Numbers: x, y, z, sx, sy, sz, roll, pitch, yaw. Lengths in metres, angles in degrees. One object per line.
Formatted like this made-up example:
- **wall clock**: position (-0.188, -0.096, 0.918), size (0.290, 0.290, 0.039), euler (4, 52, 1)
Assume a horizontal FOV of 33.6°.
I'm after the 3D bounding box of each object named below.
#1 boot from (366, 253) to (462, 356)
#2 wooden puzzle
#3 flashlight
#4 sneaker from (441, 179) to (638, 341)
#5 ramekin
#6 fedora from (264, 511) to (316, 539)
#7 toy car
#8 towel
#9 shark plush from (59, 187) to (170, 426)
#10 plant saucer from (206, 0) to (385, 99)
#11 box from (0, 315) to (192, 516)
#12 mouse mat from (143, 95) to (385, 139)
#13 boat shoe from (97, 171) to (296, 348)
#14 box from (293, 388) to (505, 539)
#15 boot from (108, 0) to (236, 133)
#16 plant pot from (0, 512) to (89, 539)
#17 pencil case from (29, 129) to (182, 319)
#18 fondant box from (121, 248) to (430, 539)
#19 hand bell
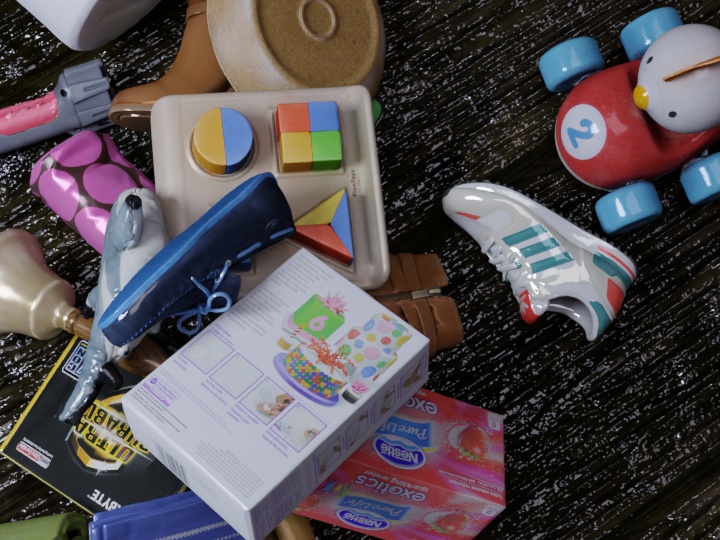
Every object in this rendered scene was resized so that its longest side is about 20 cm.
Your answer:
- **boot**: position (0.000, 0.000, 1.093), size (0.153, 0.077, 0.202), euler (-15, 68, -14)
- **wooden puzzle**: position (-0.079, -0.071, 1.032), size (0.196, 0.046, 0.188), euler (-5, 78, -6)
- **flashlight**: position (-0.328, -0.145, 1.113), size (0.197, 0.068, 0.069), euler (-21, 78, -5)
- **sneaker**: position (0.156, -0.007, 1.108), size (0.198, 0.070, 0.094), euler (27, 73, 0)
- **ramekin**: position (-0.229, -0.295, 1.085), size (0.200, 0.200, 0.098), euler (-44, 91, -10)
- **fedora**: position (-0.127, 0.267, 1.035), size (0.197, 0.082, 0.204), euler (0, 83, 0)
- **toy car**: position (0.274, -0.158, 1.079), size (0.174, 0.200, 0.187), euler (-19, 80, -6)
- **towel**: position (-0.144, 0.276, 0.935), size (0.143, 0.024, 0.204), euler (-7, 97, -41)
- **shark plush**: position (-0.195, 0.029, 0.980), size (0.082, 0.090, 0.203), euler (3, 81, 39)
- **plant saucer**: position (-0.048, -0.230, 1.110), size (0.198, 0.035, 0.204), euler (6, 79, -34)
- **box**: position (-0.195, 0.134, 1.022), size (0.198, 0.049, 0.161), euler (22, 71, 35)
- **mouse mat**: position (-0.094, -0.149, 1.156), size (0.199, 0.008, 0.162), euler (33, 79, 5)
- **boat shoe**: position (-0.116, -0.001, 0.932), size (0.200, 0.084, 0.069), euler (-43, 106, -29)
- **box**: position (0.015, 0.159, 1.014), size (0.197, 0.103, 0.096), euler (20, 45, -16)
- **boot**: position (-0.148, -0.216, 1.119), size (0.197, 0.077, 0.158), euler (-11, 85, -11)
- **plant pot**: position (-0.295, 0.279, 0.946), size (0.187, 0.200, 0.203), euler (-20, 80, 6)
- **pencil case**: position (-0.205, -0.047, 1.090), size (0.199, 0.091, 0.094), euler (40, 81, 7)
- **fondant box**: position (-0.062, 0.091, 0.922), size (0.144, 0.059, 0.200), euler (34, 61, 28)
- **hand bell**: position (-0.240, 0.048, 1.026), size (0.198, 0.104, 0.105), euler (23, 78, 24)
